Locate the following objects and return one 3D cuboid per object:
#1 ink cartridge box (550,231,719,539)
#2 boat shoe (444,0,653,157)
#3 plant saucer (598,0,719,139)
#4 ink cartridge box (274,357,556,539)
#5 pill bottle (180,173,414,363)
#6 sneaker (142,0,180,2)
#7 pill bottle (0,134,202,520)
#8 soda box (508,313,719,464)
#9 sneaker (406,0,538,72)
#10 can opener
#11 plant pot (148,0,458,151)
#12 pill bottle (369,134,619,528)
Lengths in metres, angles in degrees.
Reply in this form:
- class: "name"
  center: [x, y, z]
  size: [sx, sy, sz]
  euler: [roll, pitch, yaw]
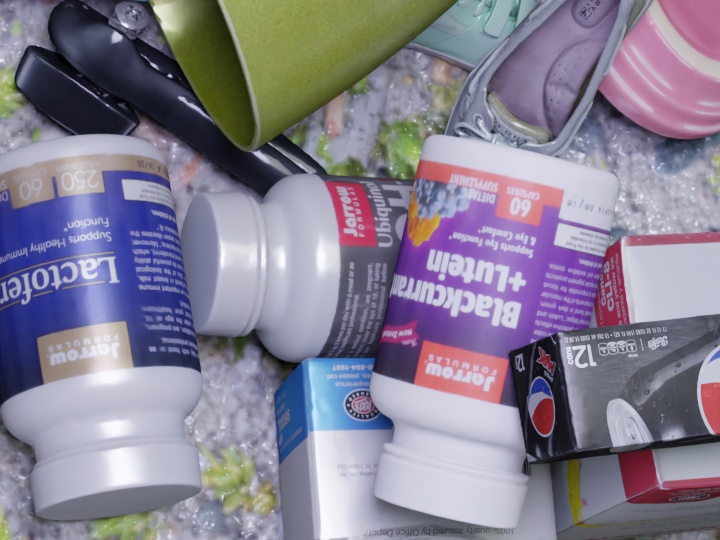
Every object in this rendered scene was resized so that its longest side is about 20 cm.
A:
- class: "ink cartridge box"
  center: [0.185, 0.071, 1.472]
  size: [0.145, 0.200, 0.145]
  euler: [-3, 76, -19]
- class: "boat shoe"
  center: [0.106, -0.111, 1.517]
  size: [0.074, 0.202, 0.065]
  euler: [38, 27, 1]
- class: "plant saucer"
  center: [0.201, -0.184, 1.594]
  size: [0.200, 0.051, 0.201]
  euler: [14, 68, -39]
- class: "ink cartridge box"
  center: [0.033, 0.156, 1.463]
  size: [0.144, 0.084, 0.200]
  euler: [1, 73, -16]
- class: "pill bottle"
  center: [0.000, 0.000, 1.477]
  size: [0.200, 0.111, 0.111]
  euler: [2, 73, -21]
- class: "sneaker"
  center: [-0.181, -0.232, 1.490]
  size: [0.200, 0.080, 0.131]
  euler: [3, 108, -22]
- class: "pill bottle"
  center: [-0.151, 0.034, 1.427]
  size: [0.116, 0.116, 0.200]
  euler: [-7, 76, -19]
- class: "soda box"
  center: [0.184, 0.057, 1.327]
  size: [0.200, 0.071, 0.063]
  euler: [-6, 82, -19]
- class: "sneaker"
  center: [0.082, -0.173, 1.558]
  size: [0.200, 0.118, 0.074]
  euler: [7, 71, -16]
- class: "can opener"
  center: [-0.105, -0.096, 1.519]
  size: [0.200, 0.079, 0.063]
  euler: [28, 29, -11]
- class: "plant pot"
  center: [-0.012, -0.192, 1.421]
  size: [0.200, 0.187, 0.187]
  euler: [-25, 82, -12]
- class: "pill bottle"
  center: [0.067, 0.034, 1.386]
  size: [0.111, 0.111, 0.200]
  euler: [12, 90, -13]
